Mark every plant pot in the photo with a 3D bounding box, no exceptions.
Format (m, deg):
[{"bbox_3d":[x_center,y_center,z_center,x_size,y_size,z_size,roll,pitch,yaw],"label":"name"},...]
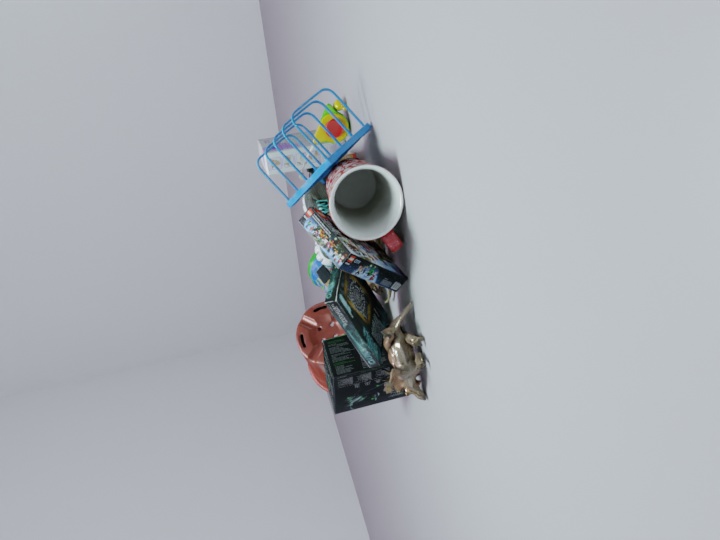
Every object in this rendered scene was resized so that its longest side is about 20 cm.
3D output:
[{"bbox_3d":[-0.055,0.172,1.793,0.195,0.200,0.202,60,-167,-64],"label":"plant pot"}]

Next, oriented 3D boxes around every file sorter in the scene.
[{"bbox_3d":[-0.102,-0.246,1.530,0.123,0.139,0.200,46,145,-6],"label":"file sorter"}]

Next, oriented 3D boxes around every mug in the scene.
[{"bbox_3d":[-0.001,-0.124,1.443,0.200,0.132,0.179,-118,20,-72],"label":"mug"}]

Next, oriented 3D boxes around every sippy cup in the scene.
[{"bbox_3d":[-0.053,0.015,1.994,0.178,0.140,0.130,35,-170,-40],"label":"sippy cup"}]

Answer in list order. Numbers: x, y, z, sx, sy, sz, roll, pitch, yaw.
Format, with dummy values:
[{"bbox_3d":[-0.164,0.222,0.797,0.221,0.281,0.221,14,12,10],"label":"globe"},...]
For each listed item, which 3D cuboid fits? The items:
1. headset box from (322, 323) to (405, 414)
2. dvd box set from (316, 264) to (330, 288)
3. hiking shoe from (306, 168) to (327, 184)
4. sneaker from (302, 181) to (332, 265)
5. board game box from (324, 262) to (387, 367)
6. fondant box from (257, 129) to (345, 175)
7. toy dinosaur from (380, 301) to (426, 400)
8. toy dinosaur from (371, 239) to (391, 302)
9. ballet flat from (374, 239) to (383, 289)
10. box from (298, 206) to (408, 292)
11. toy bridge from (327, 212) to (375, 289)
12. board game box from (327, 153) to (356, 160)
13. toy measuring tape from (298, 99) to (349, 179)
[{"bbox_3d":[0.014,0.215,1.644,0.200,0.173,0.093,89,165,-56],"label":"headset box"},{"bbox_3d":[-0.013,0.072,1.736,0.200,0.029,0.146,43,180,-15],"label":"dvd box set"},{"bbox_3d":[-0.107,-0.234,2.101,0.200,0.086,0.075,92,163,-59],"label":"hiking shoe"},{"bbox_3d":[-0.073,-0.117,1.724,0.091,0.077,0.201,-40,64,64],"label":"sneaker"},{"bbox_3d":[-0.005,0.075,1.489,0.200,0.028,0.136,58,-151,-38],"label":"board game box"},{"bbox_3d":[-0.144,-0.296,1.888,0.144,0.199,0.059,-121,21,-63],"label":"fondant box"},{"bbox_3d":[0.077,0.162,1.488,0.136,0.085,0.202,145,118,-88],"label":"toy dinosaur"},{"bbox_3d":[0.052,0.003,1.569,0.101,0.058,0.201,-84,-19,-58],"label":"toy dinosaur"},{"bbox_3d":[0.014,-0.046,1.620,0.065,0.070,0.201,-48,-51,-53],"label":"ballet flat"},{"bbox_3d":[-0.011,-0.037,1.413,0.137,0.038,0.200,50,-165,32],"label":"box"},{"bbox_3d":[-0.015,-0.040,1.553,0.027,0.067,0.201,2,135,38],"label":"toy bridge"},{"bbox_3d":[-0.029,-0.158,1.713,0.151,0.046,0.201,-141,39,-76],"label":"board game box"},{"bbox_3d":[-0.075,-0.290,1.744,0.201,0.073,0.074,-66,21,16],"label":"toy measuring tape"}]
